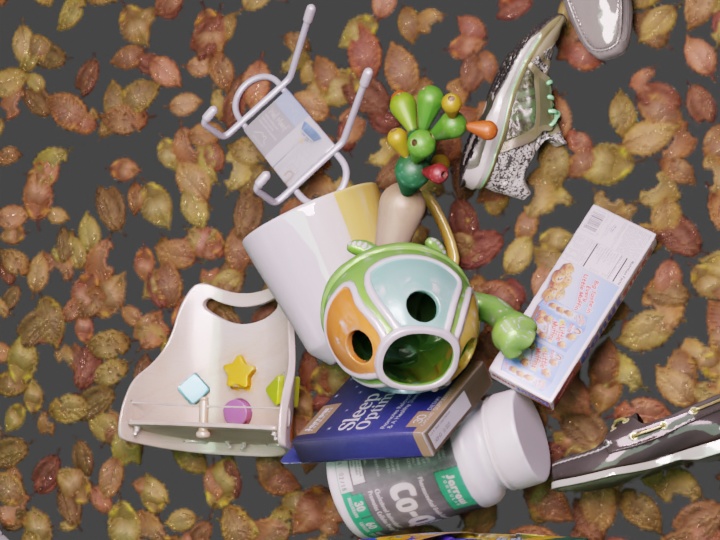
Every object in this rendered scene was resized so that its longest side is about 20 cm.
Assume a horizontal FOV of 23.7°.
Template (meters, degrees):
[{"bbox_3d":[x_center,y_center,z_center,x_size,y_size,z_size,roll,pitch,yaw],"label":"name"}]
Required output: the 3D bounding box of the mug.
[{"bbox_3d":[-0.008,0.003,1.730,0.186,0.149,0.153,-26,83,25],"label":"mug"}]

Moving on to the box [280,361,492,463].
[{"bbox_3d":[0.017,0.139,1.669,0.200,0.121,0.032,-10,115,41],"label":"box"}]

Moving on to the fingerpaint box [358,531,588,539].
[{"bbox_3d":[0.110,0.285,1.617,0.166,0.200,0.074,-2,83,23],"label":"fingerpaint box"}]

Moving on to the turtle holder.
[{"bbox_3d":[0.056,0.059,1.614,0.141,0.185,0.132,-54,25,16],"label":"turtle holder"}]

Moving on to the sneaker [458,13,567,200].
[{"bbox_3d":[0.171,-0.159,1.719,0.088,0.077,0.200,24,94,-8],"label":"sneaker"}]

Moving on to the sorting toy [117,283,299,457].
[{"bbox_3d":[-0.135,0.100,1.801,0.200,0.107,0.181,0,76,27],"label":"sorting toy"}]

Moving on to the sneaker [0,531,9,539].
[{"bbox_3d":[-0.396,0.351,1.911,0.200,0.077,0.082,40,128,22],"label":"sneaker"}]

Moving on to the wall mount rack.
[{"bbox_3d":[-0.067,-0.168,1.786,0.174,0.075,0.200,-43,57,6],"label":"wall mount rack"}]

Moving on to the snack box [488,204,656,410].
[{"bbox_3d":[0.206,0.034,1.658,0.072,0.024,0.200,28,74,22],"label":"snack box"}]

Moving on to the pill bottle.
[{"bbox_3d":[0.077,0.187,1.688,0.200,0.113,0.113,-19,78,21],"label":"pill bottle"}]

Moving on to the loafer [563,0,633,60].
[{"bbox_3d":[0.220,-0.306,1.696,0.070,0.070,0.200,-19,78,20],"label":"loafer"}]

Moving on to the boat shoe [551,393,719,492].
[{"bbox_3d":[0.274,0.164,1.632,0.201,0.072,0.061,-16,75,14],"label":"boat shoe"}]

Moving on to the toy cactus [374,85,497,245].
[{"bbox_3d":[0.059,-0.096,1.664,0.102,0.200,0.165,15,98,-10],"label":"toy cactus"}]
